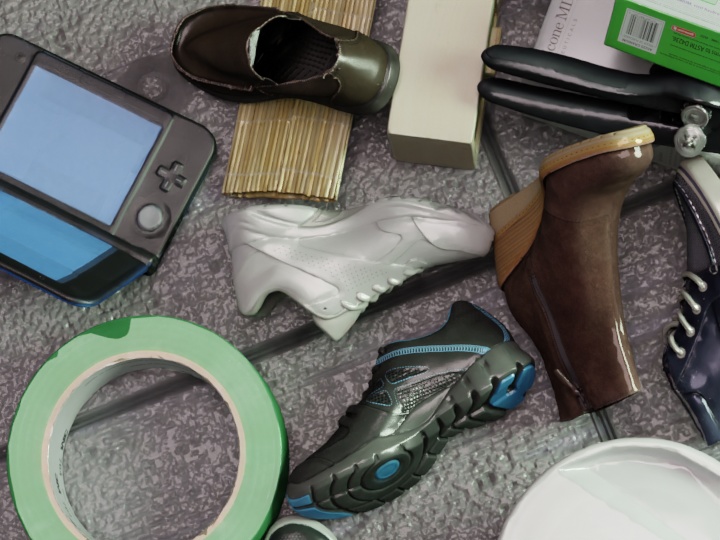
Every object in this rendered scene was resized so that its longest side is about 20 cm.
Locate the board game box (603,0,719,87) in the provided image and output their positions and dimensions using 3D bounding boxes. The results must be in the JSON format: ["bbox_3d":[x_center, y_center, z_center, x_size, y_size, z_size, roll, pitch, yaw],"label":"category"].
[{"bbox_3d":[0.271,-0.194,1.526,0.152,0.041,0.200,22,38,11],"label":"board game box"}]

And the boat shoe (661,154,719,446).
[{"bbox_3d":[0.243,0.026,1.517,0.092,0.075,0.201,-25,87,2],"label":"boat shoe"}]

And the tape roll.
[{"bbox_3d":[-0.151,0.135,1.555,0.199,0.048,0.202,-1,77,5],"label":"tape roll"}]

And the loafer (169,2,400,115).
[{"bbox_3d":[-0.065,-0.163,1.572,0.199,0.071,0.074,9,79,35],"label":"loafer"}]

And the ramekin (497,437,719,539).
[{"bbox_3d":[0.188,0.220,1.480,0.200,0.094,0.204,-1,78,6],"label":"ramekin"}]

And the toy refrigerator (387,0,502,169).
[{"bbox_3d":[0.070,-0.182,1.589,0.069,0.076,0.202,7,78,7],"label":"toy refrigerator"}]

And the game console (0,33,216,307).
[{"bbox_3d":[-0.231,-0.077,1.573,0.199,0.118,0.172,26,81,10],"label":"game console"}]

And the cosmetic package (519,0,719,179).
[{"bbox_3d":[0.224,-0.134,1.566,0.199,0.071,0.102,20,80,10],"label":"cosmetic package"}]

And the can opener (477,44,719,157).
[{"bbox_3d":[0.178,-0.118,1.509,0.198,0.079,0.064,6,119,11],"label":"can opener"}]

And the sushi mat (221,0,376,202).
[{"bbox_3d":[-0.042,-0.149,1.612,0.095,0.012,0.202,5,77,26],"label":"sushi mat"}]

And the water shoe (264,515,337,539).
[{"bbox_3d":[-0.034,0.267,1.498,0.071,0.079,0.202,-7,77,4],"label":"water shoe"}]

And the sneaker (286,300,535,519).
[{"bbox_3d":[0.026,0.102,1.543,0.199,0.073,0.082,-33,60,-8],"label":"sneaker"}]

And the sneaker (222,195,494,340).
[{"bbox_3d":[0.000,0.000,1.564,0.198,0.078,0.100,-4,84,14],"label":"sneaker"}]

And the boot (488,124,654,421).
[{"bbox_3d":[0.166,0.004,1.489,0.072,0.200,0.168,-14,77,-29],"label":"boot"}]
